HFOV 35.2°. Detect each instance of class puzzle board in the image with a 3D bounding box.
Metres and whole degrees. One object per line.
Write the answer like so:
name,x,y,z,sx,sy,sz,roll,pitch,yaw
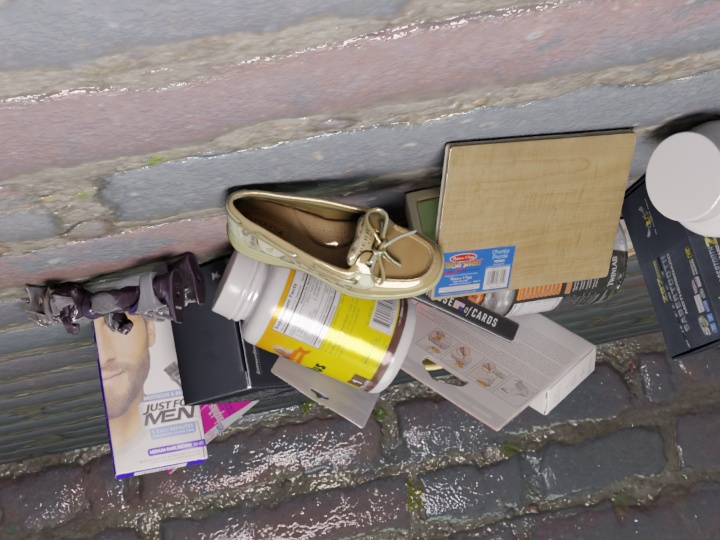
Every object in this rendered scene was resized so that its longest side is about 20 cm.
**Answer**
puzzle board,0.157,-0.053,1.051,0.198,0.152,0.017,-7,-150,-23

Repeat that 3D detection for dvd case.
dvd case,0.050,0.015,1.154,0.150,0.025,0.200,25,180,-30

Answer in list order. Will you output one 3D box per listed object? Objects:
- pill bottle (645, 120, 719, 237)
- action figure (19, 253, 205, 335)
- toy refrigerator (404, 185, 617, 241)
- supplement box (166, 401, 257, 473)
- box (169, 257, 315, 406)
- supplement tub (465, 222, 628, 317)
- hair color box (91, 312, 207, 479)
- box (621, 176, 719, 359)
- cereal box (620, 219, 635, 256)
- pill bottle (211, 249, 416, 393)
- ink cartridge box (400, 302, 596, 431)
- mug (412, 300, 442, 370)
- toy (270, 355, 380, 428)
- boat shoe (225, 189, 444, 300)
pill bottle,0.366,-0.088,1.107,0.199,0.112,0.111,-1,165,-44
action figure,-0.264,0.036,1.181,0.198,0.070,0.130,-12,179,22
toy refrigerator,0.148,-0.055,1.137,0.198,0.077,0.070,-11,169,-1
supplement box,-0.203,0.146,1.443,0.200,0.103,0.101,-38,156,-13
box,-0.113,0.071,1.308,0.104,0.149,0.199,-18,166,34
supplement tub,0.186,-0.013,1.268,0.198,0.124,0.122,-7,168,-23
hair color box,-0.251,0.135,1.339,0.108,0.202,0.065,-9,167,-15
box,0.360,-0.011,1.259,0.051,0.202,0.158,-15,170,-7
cereal box,0.291,-0.031,1.512,0.199,0.040,0.144,-4,166,-34
pill bottle,-0.049,0.044,1.182,0.199,0.110,0.109,24,160,-11
ink cartridge box,0.132,0.096,1.269,0.176,0.199,0.045,-34,139,-32
mug,0.052,0.052,1.445,0.185,0.151,0.153,-5,177,-8
toy,-0.024,0.097,1.271,0.047,0.115,0.200,-59,-179,38
boat shoe,-0.023,-0.024,0.992,0.198,0.074,0.063,11,162,1
